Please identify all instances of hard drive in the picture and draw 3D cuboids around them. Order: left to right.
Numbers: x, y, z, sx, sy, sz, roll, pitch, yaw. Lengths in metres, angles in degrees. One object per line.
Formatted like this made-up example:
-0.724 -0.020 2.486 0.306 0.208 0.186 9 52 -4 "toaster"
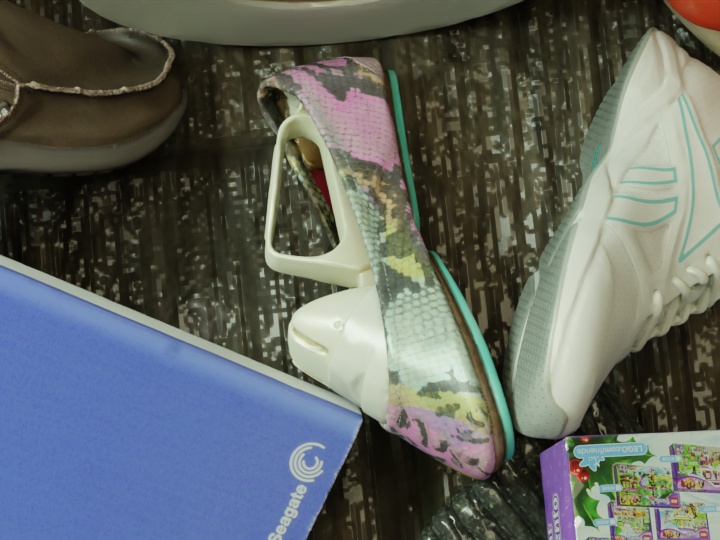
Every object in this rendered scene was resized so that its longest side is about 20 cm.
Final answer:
-0.116 0.074 0.995 0.199 0.025 0.132 23 102 -14 "hard drive"

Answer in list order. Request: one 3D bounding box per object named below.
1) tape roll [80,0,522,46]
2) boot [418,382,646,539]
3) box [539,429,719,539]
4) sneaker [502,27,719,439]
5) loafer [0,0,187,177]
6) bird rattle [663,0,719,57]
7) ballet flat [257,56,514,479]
-0.018 -0.182 1.008 0.201 0.203 0.140 -5 78 0 "tape roll"
0.073 0.162 0.998 0.158 0.079 0.211 41 72 1 "boot"
0.171 0.127 0.963 0.199 0.039 0.138 -1 77 -12 "box"
0.114 -0.010 1.009 0.080 0.071 0.201 28 53 -2 "sneaker"
-0.143 -0.076 1.005 0.073 0.199 0.071 24 115 37 "loafer"
0.166 -0.122 1.018 0.113 0.163 0.200 -46 120 -9 "bird rattle"
0.000 0.000 1.015 0.071 0.069 0.201 -8 56 -14 "ballet flat"
